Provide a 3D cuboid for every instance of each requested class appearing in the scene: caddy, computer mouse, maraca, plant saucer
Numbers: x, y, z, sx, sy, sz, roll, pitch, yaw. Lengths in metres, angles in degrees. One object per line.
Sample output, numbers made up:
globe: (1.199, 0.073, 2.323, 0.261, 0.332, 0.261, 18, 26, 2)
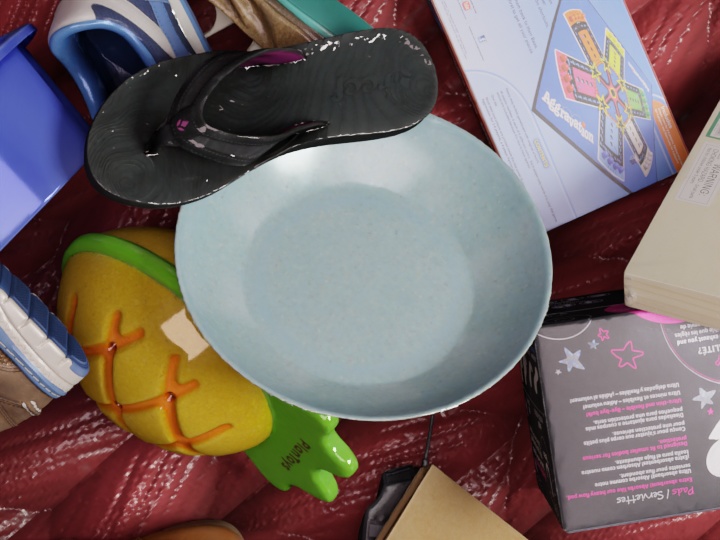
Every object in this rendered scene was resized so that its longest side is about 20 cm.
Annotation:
caddy: (-0.232, -0.047, 1.255, 0.105, 0.141, 0.200, 44, 91, -8)
computer mouse: (0.033, 0.104, 1.322, 0.058, 0.034, 0.201, 10, 86, -15)
maraca: (-0.085, 0.053, 1.267, 0.200, 0.137, 0.107, 40, 65, 3)
plant saucer: (0.000, 0.000, 1.222, 0.200, 0.039, 0.202, 4, 57, -6)

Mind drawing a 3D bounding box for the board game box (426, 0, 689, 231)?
board game box: (0.103, -0.131, 1.309, 0.102, 0.019, 0.201, -24, 94, -3)

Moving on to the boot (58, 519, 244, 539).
boot: (-0.153, 0.187, 1.258, 0.199, 0.155, 0.074, -23, 93, 1)

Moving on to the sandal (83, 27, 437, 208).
sandal: (-0.051, -0.090, 1.211, 0.199, 0.048, 0.076, -19, 80, -19)

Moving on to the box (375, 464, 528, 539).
box: (0.072, 0.231, 1.285, 0.200, 0.021, 0.164, 38, 66, -10)

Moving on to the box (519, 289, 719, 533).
box: (0.193, 0.066, 1.268, 0.199, 0.132, 0.115, -8, 94, -1)

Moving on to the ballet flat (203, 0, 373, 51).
ballet flat: (-0.068, -0.147, 1.294, 0.200, 0.068, 0.072, 38, 112, -2)

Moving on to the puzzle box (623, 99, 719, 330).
puzzle box: (0.236, -0.038, 1.231, 0.132, 0.200, 0.026, 14, 136, 23)

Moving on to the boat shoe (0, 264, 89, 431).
boat shoe: (-0.227, 0.001, 1.155, 0.072, 0.072, 0.200, -41, 101, 3)

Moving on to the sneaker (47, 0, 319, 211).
sneaker: (-0.099, -0.079, 1.269, 0.074, 0.082, 0.200, -35, 100, 33)
